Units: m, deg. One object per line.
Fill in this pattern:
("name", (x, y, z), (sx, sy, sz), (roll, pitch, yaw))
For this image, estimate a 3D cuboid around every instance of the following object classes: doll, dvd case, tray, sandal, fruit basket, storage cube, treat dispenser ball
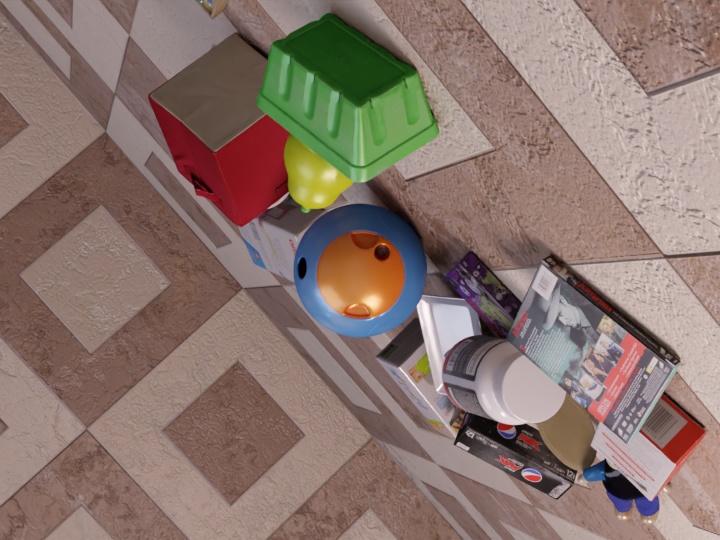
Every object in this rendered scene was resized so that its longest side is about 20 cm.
("doll", (0.385, 0.309, 1.632), (0.136, 0.049, 0.200), (4, 147, 23))
("dvd case", (0.271, 0.094, 1.330), (0.200, 0.022, 0.146), (41, 138, 24))
("tray", (0.153, 0.119, 1.781), (0.107, 0.022, 0.200), (5, 125, 29))
("sandal", (0.286, 0.199, 1.689), (0.212, 0.078, 0.070), (52, -166, 9))
("fruit basket", (-0.024, -0.170, 1.333), (0.216, 0.155, 0.216), (42, 152, 29))
("storage cube", (-0.184, -0.210, 1.684), (0.171, 0.200, 0.180), (41, 160, 29))
("treat dispenser ball", (0.000, 0.000, 1.682), (0.201, 0.201, 0.201), (45, 168, 13))

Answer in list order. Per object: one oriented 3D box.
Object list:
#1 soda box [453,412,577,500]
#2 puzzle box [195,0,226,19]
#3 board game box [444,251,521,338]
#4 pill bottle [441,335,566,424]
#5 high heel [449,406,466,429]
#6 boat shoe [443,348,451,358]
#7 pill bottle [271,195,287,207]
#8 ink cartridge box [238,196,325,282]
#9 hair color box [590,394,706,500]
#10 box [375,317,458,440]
("soda box", (0.259, 0.294, 1.848), (0.200, 0.071, 0.063), (29, 137, -1))
("puzzle box", (-0.232, -0.432, 1.545), (0.133, 0.025, 0.200), (49, 168, -4))
("board game box", (0.205, 0.064, 1.596), (0.200, 0.032, 0.120), (47, 172, 4))
("pill bottle", (0.199, 0.153, 1.560), (0.116, 0.116, 0.200), (50, 168, -12))
("high heel", (0.164, 0.196, 1.890), (0.142, 0.071, 0.200), (-27, 117, 33))
("boat shoe", (0.209, 0.163, 1.728), (0.200, 0.068, 0.072), (38, -177, -30))
("pill bottle", (-0.183, -0.194, 1.912), (0.114, 0.114, 0.200), (43, 167, 18))
("ink cartridge box", (-0.136, -0.060, 2.126), (0.200, 0.085, 0.145), (25, 145, 43))
("hair color box", (0.364, 0.215, 1.435), (0.111, 0.064, 0.200), (43, 165, 20))
("box", (0.141, 0.198, 2.027), (0.200, 0.112, 0.101), (52, 166, -21))
